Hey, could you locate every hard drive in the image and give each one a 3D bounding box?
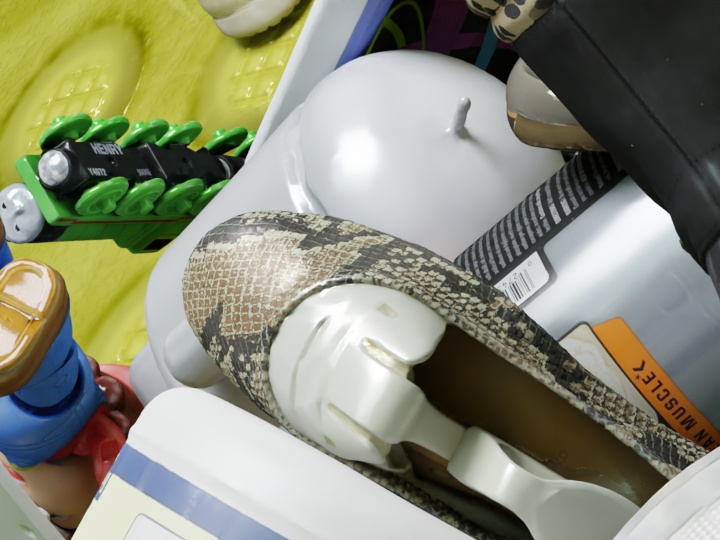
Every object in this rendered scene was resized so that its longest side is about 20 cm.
[{"bbox_3d":[0.008,-0.121,0.954,0.133,0.025,0.200,-64,2,-23],"label":"hard drive"}]

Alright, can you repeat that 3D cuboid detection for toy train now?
[{"bbox_3d":[-0.083,-0.032,1.015,0.056,0.200,0.042,-36,77,21],"label":"toy train"}]

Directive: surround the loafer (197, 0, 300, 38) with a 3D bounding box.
[{"bbox_3d":[-0.032,-0.207,1.207,0.075,0.068,0.201,-7,53,46],"label":"loafer"}]

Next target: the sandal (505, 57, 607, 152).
[{"bbox_3d":[0.091,-0.107,0.800,0.081,0.055,0.200,1,35,27],"label":"sandal"}]

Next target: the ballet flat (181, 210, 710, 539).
[{"bbox_3d":[0.036,0.046,0.701,0.068,0.199,0.075,-59,-1,13],"label":"ballet flat"}]

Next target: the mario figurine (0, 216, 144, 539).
[{"bbox_3d":[-0.133,0.063,0.961,0.105,0.200,0.124,-11,58,6],"label":"mario figurine"}]

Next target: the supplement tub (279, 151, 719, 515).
[{"bbox_3d":[0.059,0.051,0.801,0.200,0.122,0.123,-41,34,15],"label":"supplement tub"}]

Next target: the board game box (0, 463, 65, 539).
[{"bbox_3d":[-0.153,0.094,0.946,0.199,0.200,0.026,3,46,51],"label":"board game box"}]

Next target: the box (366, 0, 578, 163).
[{"bbox_3d":[0.078,-0.114,1.018,0.143,0.036,0.200,-55,35,-7],"label":"box"}]

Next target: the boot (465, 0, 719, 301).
[{"bbox_3d":[0.105,-0.055,0.687,0.073,0.151,0.200,-42,-2,28],"label":"boot"}]

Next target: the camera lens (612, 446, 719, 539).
[{"bbox_3d":[0.143,0.135,0.583,0.160,0.160,0.200,-48,33,3],"label":"camera lens"}]

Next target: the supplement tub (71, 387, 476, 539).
[{"bbox_3d":[-0.038,0.149,0.675,0.145,0.145,0.201,21,80,55],"label":"supplement tub"}]

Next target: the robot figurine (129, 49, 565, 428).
[{"bbox_3d":[0.000,0.000,0.908,0.200,0.113,0.169,-45,-12,35],"label":"robot figurine"}]
